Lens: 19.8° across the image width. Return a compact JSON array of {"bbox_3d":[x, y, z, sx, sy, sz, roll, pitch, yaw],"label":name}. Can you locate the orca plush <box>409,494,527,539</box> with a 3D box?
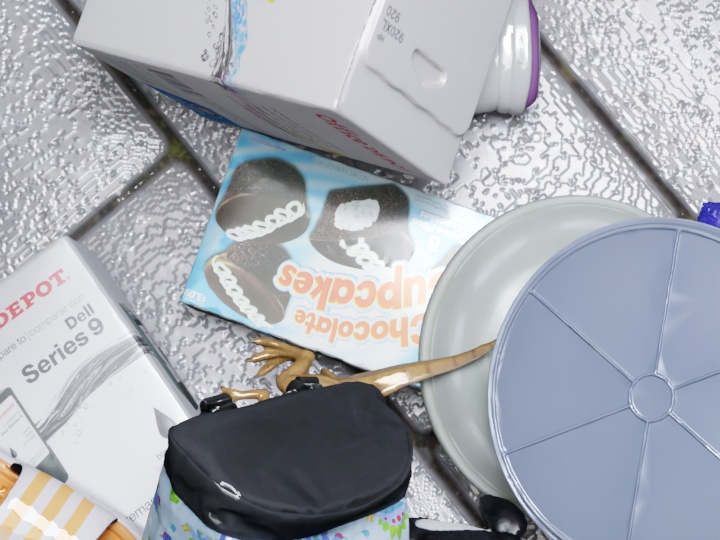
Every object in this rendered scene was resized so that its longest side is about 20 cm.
[{"bbox_3d":[0.040,0.167,1.211,0.199,0.071,0.106,37,93,26],"label":"orca plush"}]

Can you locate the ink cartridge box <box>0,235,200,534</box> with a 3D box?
[{"bbox_3d":[-0.176,0.103,1.262,0.145,0.084,0.201,-36,80,0],"label":"ink cartridge box"}]

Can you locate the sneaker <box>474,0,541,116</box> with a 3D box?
[{"bbox_3d":[0.059,-0.196,1.291,0.098,0.075,0.202,-4,81,3],"label":"sneaker"}]

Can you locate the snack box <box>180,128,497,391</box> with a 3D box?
[{"bbox_3d":[0.000,0.000,1.286,0.198,0.037,0.117,19,85,7],"label":"snack box"}]

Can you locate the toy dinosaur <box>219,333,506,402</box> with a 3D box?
[{"bbox_3d":[-0.017,0.077,1.228,0.198,0.106,0.061,-22,119,-12],"label":"toy dinosaur"}]

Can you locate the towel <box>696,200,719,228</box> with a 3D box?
[{"bbox_3d":[0.266,0.056,1.165,0.146,0.050,0.202,-3,80,6],"label":"towel"}]

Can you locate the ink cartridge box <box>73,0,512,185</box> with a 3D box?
[{"bbox_3d":[-0.034,-0.158,1.221,0.199,0.147,0.146,18,85,31],"label":"ink cartridge box"}]

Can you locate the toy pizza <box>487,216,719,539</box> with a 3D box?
[{"bbox_3d":[0.167,0.071,1.157,0.198,0.032,0.203,-2,86,24],"label":"toy pizza"}]

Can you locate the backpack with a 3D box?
[{"bbox_3d":[-0.055,0.179,1.154,0.154,0.162,0.201,53,128,26],"label":"backpack"}]

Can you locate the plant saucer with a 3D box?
[{"bbox_3d":[0.135,0.054,1.238,0.198,0.050,0.202,0,87,-8],"label":"plant saucer"}]

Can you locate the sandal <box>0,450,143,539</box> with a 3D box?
[{"bbox_3d":[-0.215,0.143,1.188,0.206,0.059,0.080,30,88,9],"label":"sandal"}]
